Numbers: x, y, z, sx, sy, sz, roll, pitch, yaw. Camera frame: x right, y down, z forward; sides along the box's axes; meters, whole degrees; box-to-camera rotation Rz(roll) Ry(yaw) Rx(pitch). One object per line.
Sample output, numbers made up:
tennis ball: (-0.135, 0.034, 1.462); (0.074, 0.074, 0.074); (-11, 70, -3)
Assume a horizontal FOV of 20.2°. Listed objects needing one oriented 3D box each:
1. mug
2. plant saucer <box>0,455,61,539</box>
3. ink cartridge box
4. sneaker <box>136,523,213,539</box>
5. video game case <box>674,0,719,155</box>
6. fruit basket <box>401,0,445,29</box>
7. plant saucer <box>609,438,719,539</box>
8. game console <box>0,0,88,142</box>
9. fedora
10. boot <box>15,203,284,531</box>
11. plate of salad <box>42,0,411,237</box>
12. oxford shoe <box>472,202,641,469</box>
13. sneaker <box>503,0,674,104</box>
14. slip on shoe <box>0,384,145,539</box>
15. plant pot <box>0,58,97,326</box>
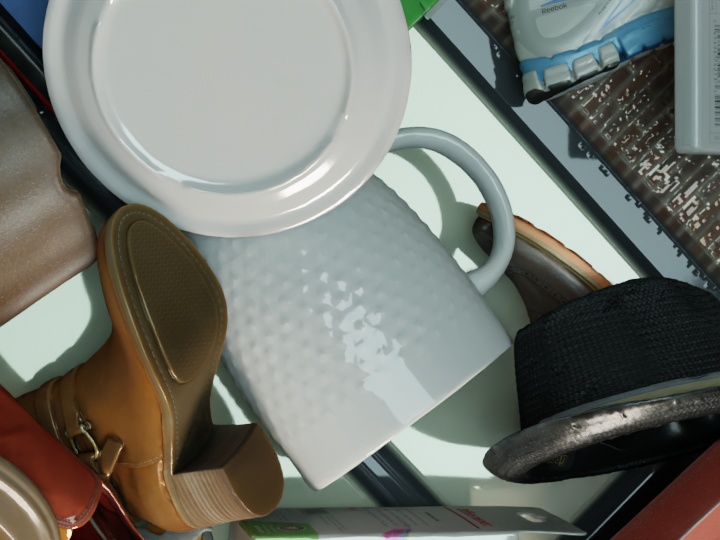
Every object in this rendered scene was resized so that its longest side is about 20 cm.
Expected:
mug: (0.000, 0.000, 1.185); (0.200, 0.148, 0.176); (-36, 88, -10)
plant saucer: (-0.260, 0.152, 1.081); (0.199, 0.030, 0.201); (-1, 135, -1)
ink cartridge box: (0.026, 0.181, 1.209); (0.199, 0.117, 0.068); (0, 91, -10)
sneaker: (-0.139, 0.240, 1.211); (0.077, 0.078, 0.201); (32, 84, -33)
video game case: (0.262, -0.169, 1.218); (0.181, 0.023, 0.201); (-1, 90, -33)
fruit basket: (-0.059, -0.187, 1.180); (0.200, 0.094, 0.185); (40, 52, 1)
plant saucer: (0.176, 0.187, 1.219); (0.200, 0.200, 0.037); (-41, 65, -6)
game console: (-0.159, -0.195, 1.164); (0.119, 0.172, 0.200); (-39, 99, 20)
fedora: (0.159, 0.058, 1.164); (0.200, 0.201, 0.092); (-12, 76, -10)
boot: (-0.143, 0.064, 1.151); (0.074, 0.154, 0.201); (-37, 113, -48)
plate of salad: (-0.071, -0.115, 1.090); (0.199, 0.048, 0.201); (2, 113, 4)
oxford shoe: (0.132, 0.041, 1.249); (0.200, 0.071, 0.073); (45, 88, -10)
sneaker: (0.180, -0.178, 1.249); (0.199, 0.075, 0.087); (-22, 87, -11)
slip on shoe: (-0.175, 0.122, 1.123); (0.061, 0.074, 0.200); (-10, 129, 29)
plant pot: (-0.266, -0.023, 1.119); (0.198, 0.200, 0.201); (-31, 98, -16)
